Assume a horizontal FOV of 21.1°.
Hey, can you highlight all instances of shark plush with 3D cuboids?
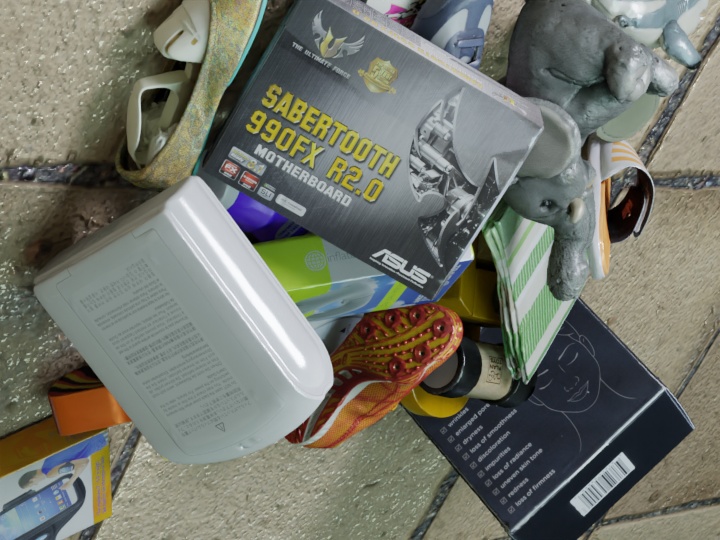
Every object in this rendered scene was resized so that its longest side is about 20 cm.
[{"bbox_3d":[0.219,-0.244,1.621,0.199,0.091,0.084,24,92,-32],"label":"shark plush"}]

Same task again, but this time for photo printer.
[{"bbox_3d":[-0.124,0.047,1.418,0.166,0.201,0.070,-27,-164,36],"label":"photo printer"}]

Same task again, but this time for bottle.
[{"bbox_3d":[-0.051,-0.057,1.518,0.083,0.066,0.199,-42,149,27],"label":"bottle"}]

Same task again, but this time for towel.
[{"bbox_3d":[0.153,-0.020,1.645,0.153,0.023,0.201,-55,147,-32],"label":"towel"}]

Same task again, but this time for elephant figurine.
[{"bbox_3d":[0.143,-0.105,1.499,0.201,0.155,0.141,-54,147,12],"label":"elephant figurine"}]

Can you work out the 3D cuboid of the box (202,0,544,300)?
[{"bbox_3d":[0.009,-0.095,1.394,0.199,0.048,0.159,30,111,-10],"label":"box"}]

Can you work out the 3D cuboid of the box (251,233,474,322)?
[{"bbox_3d":[0.000,0.000,1.527,0.198,0.048,0.122,-9,165,-16],"label":"box"}]

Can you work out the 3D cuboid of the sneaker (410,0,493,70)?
[{"bbox_3d":[0.068,-0.125,1.441,0.070,0.082,0.201,-14,138,-37],"label":"sneaker"}]

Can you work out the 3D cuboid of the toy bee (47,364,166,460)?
[{"bbox_3d":[-0.144,0.090,1.550,0.109,0.198,0.132,-72,173,-68],"label":"toy bee"}]

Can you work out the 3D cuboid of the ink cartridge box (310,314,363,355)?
[{"bbox_3d":[-0.086,0.054,1.627,0.199,0.047,0.161,-15,138,-36],"label":"ink cartridge box"}]

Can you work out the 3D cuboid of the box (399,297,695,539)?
[{"bbox_3d":[0.174,0.134,1.842,0.200,0.197,0.124,-43,147,2],"label":"box"}]

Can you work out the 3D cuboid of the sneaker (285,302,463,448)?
[{"bbox_3d":[0.015,0.086,1.648,0.199,0.074,0.077,-34,154,32],"label":"sneaker"}]

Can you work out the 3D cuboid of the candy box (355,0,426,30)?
[{"bbox_3d":[0.012,-0.172,1.461,0.136,0.061,0.201,1,127,-45],"label":"candy box"}]

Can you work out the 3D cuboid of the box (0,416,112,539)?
[{"bbox_3d":[-0.298,0.194,1.579,0.199,0.041,0.120,-26,143,-26],"label":"box"}]

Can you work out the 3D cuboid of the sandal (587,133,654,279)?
[{"bbox_3d":[0.230,-0.056,1.699,0.059,0.207,0.080,-3,122,10],"label":"sandal"}]

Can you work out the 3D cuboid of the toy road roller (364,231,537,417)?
[{"bbox_3d":[0.072,0.029,1.722,0.122,0.145,0.202,13,82,-51],"label":"toy road roller"}]

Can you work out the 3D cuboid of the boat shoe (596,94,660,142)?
[{"bbox_3d":[0.201,-0.169,1.654,0.072,0.061,0.201,-46,153,7],"label":"boat shoe"}]

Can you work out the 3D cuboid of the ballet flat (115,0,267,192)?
[{"bbox_3d":[-0.124,-0.140,1.363,0.070,0.071,0.201,-5,132,-41],"label":"ballet flat"}]
